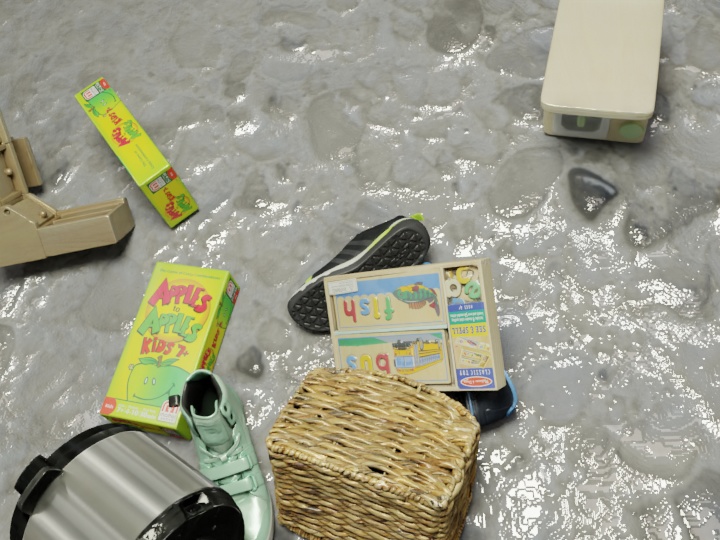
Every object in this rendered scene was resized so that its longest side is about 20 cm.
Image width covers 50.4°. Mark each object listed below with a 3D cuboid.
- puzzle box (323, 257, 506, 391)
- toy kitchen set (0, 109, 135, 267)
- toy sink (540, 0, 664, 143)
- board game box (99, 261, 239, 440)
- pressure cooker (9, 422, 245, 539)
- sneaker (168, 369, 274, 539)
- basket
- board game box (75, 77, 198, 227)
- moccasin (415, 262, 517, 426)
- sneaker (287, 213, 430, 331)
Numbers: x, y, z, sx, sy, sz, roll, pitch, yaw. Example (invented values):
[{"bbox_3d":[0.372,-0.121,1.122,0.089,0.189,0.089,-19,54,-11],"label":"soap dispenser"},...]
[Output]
[{"bbox_3d":[0.053,0.063,0.822,0.198,0.025,0.135,-7,92,34],"label":"puzzle box"},{"bbox_3d":[-0.416,-0.137,1.033,0.178,0.202,0.163,-10,19,5],"label":"toy kitchen set"},{"bbox_3d":[0.300,-0.236,0.960,0.129,0.112,0.201,7,59,15],"label":"toy sink"},{"bbox_3d":[-0.227,0.093,0.927,0.101,0.048,0.202,7,64,15],"label":"board game box"},{"bbox_3d":[-0.234,0.251,0.751,0.199,0.177,0.178,26,31,28],"label":"pressure cooker"},{"bbox_3d":[-0.151,0.204,0.812,0.073,0.118,0.202,-20,61,-2],"label":"sneaker"},{"bbox_3d":[0.018,0.203,0.797,0.198,0.150,0.143,14,42,19],"label":"basket"},{"bbox_3d":[-0.304,-0.161,1.039,0.047,0.102,0.200,-37,61,-8],"label":"board game box"},{"bbox_3d":[0.098,0.078,0.849,0.068,0.081,0.201,-25,59,-10],"label":"moccasin"},{"bbox_3d":[0.000,0.000,0.933,0.199,0.072,0.083,-32,23,1],"label":"sneaker"}]
